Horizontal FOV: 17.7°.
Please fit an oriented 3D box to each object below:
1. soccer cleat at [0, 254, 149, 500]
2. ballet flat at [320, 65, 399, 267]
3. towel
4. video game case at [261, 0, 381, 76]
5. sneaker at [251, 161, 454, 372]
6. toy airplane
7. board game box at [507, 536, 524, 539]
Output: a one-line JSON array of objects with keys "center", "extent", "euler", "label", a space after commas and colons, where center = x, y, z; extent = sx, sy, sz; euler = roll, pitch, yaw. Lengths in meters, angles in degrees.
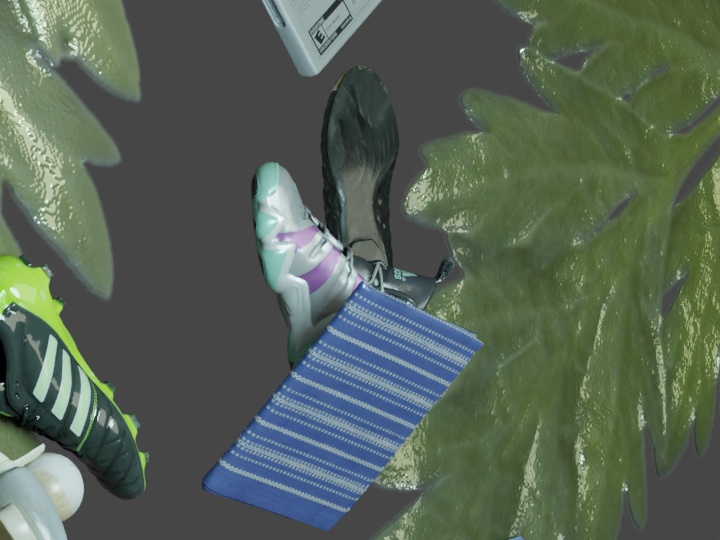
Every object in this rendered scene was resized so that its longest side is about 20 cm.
[{"center": [-0.210, 0.082, 1.537], "extent": [0.081, 0.067, 0.201], "euler": [-40, 118, -24], "label": "soccer cleat"}, {"center": [-0.007, -0.062, 1.807], "extent": [0.066, 0.057, 0.201], "euler": [6, 77, -22], "label": "ballet flat"}, {"center": [-0.014, 0.103, 1.706], "extent": [0.145, 0.024, 0.200], "euler": [24, 110, -45], "label": "towel"}, {"center": [-0.030, -0.282, 1.800], "extent": [0.200, 0.022, 0.182], "euler": [-52, 126, -37], "label": "video game case"}, {"center": [0.000, 0.000, 1.724], "extent": [0.078, 0.139, 0.201], "euler": [-102, 178, -66], "label": "sneaker"}, {"center": [-0.209, 0.179, 1.417], "extent": [0.141, 0.200, 0.199], "euler": [-55, 129, -21], "label": "toy airplane"}, {"center": [0.117, 0.312, 1.928], "extent": [0.200, 0.039, 0.159], "euler": [-8, 94, -50], "label": "board game box"}]
